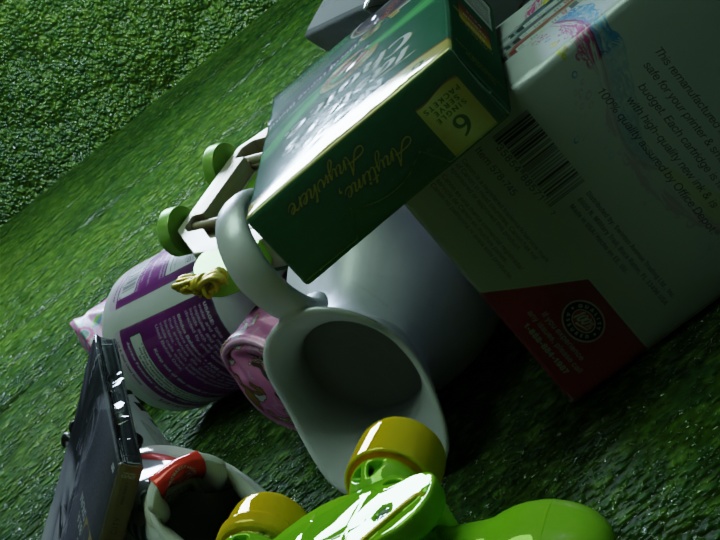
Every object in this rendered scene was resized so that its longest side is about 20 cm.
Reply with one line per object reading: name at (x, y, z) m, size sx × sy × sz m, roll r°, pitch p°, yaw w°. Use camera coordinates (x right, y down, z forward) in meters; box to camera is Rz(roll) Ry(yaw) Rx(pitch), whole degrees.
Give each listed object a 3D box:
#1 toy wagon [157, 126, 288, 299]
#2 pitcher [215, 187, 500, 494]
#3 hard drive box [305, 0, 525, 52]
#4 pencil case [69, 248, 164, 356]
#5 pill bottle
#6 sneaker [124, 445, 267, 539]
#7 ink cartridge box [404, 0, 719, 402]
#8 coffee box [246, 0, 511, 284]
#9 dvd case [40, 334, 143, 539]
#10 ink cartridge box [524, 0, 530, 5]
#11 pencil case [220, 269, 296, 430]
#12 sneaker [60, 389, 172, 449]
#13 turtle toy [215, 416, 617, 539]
toy wagon at (-0.054, -0.041, 1.210) m, size 0.155 × 0.040 × 0.200 m, roll -12°, pitch 33°, yaw 36°
pitcher at (0.000, 0.000, 1.044) m, size 0.121 × 0.172 × 0.200 m, roll -26°, pitch 19°, yaw 26°
hard drive box at (0.051, -0.188, 1.117) m, size 0.156 × 0.077 × 0.200 m, roll -61°, pitch 11°, yaw -2°
pencil case at (-0.135, 0.015, 1.559) m, size 0.200 × 0.087 × 0.087 m, roll -41°, pitch 14°, yaw 0°
pill bottle at (-0.079, 0.020, 1.321) m, size 0.200 × 0.112 × 0.112 m, roll -24°, pitch 21°, yaw 46°
sneaker at (-0.077, 0.113, 0.946) m, size 0.070 × 0.093 × 0.200 m, roll -36°, pitch 34°, yaw -16°
ink cartridge box at (0.133, -0.068, 0.957) m, size 0.200 × 0.145 × 0.145 m, roll -37°, pitch 14°, yaw 12°
coffee box at (0.009, -0.078, 0.921) m, size 0.123 × 0.044 × 0.200 m, roll -39°, pitch 15°, yaw 15°
dvd case at (-0.149, 0.153, 1.005) m, size 0.149 × 0.016 × 0.200 m, roll -118°, pitch 42°, yaw -64°
ink cartridge box at (0.123, -0.154, 1.132) m, size 0.200 × 0.084 × 0.145 m, roll -53°, pitch 11°, yaw 30°
pencil case at (0.001, 0.011, 1.195) m, size 0.200 × 0.083 × 0.086 m, roll -48°, pitch 16°, yaw -30°
sneaker at (-0.125, 0.136, 1.074) m, size 0.076 × 0.115 × 0.201 m, roll -40°, pitch 14°, yaw 3°
turtle toy at (0.010, 0.135, 0.744) m, size 0.200 × 0.101 × 0.146 m, roll -32°, pitch 17°, yaw 31°
